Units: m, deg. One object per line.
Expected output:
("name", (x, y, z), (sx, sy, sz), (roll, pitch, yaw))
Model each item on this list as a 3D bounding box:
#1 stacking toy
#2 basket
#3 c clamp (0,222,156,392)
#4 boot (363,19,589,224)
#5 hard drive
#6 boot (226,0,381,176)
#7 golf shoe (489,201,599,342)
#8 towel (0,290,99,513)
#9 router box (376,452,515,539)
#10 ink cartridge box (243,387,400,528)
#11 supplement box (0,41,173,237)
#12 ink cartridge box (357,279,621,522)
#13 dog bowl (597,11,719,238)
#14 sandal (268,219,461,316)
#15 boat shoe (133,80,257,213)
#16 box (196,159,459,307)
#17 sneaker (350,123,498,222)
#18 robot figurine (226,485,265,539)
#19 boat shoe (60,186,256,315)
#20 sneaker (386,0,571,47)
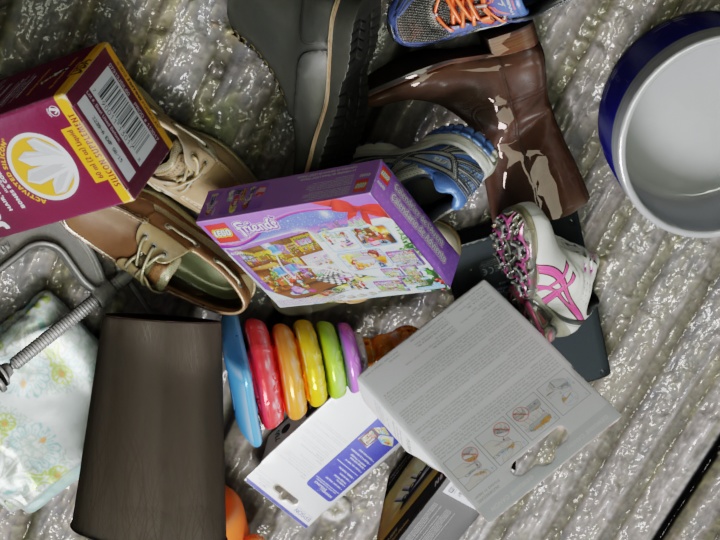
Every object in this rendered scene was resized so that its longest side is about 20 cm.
("stacking toy", (-0.033, 0.087, 1.344), (0.197, 0.117, 0.111), (-12, 129, -7))
("basket", (-0.192, 0.144, 1.284), (0.135, 0.179, 0.203), (4, 89, -38))
("c clamp", (-0.300, 0.040, 1.289), (0.199, 0.027, 0.172), (-34, 109, -20))
("boot", (0.105, -0.112, 1.275), (0.184, 0.064, 0.202), (-17, 114, 6))
("hard drive", (0.169, 0.039, 1.390), (0.138, 0.033, 0.202), (-17, 118, 1))
("boot", (-0.064, -0.172, 1.217), (0.137, 0.077, 0.202), (22, 114, 19))
("golf shoe", (0.177, -0.007, 1.291), (0.091, 0.073, 0.201), (-30, 145, -5))
("towel", (-0.325, 0.137, 1.364), (0.199, 0.048, 0.171), (-37, 117, 11))
("router box", (0.086, 0.203, 1.372), (0.052, 0.158, 0.201), (29, 120, -8))
("ink cartridge box", (-0.021, 0.172, 1.429), (0.200, 0.039, 0.099), (-42, 115, 12))
("supplement box", (-0.278, -0.105, 1.179), (0.198, 0.086, 0.111), (-13, 123, 31))
("ink cartridge box", (0.116, 0.124, 1.267), (0.162, 0.200, 0.057), (-36, 150, -13))
("dog bowl", (0.328, -0.137, 1.296), (0.197, 0.079, 0.202), (-3, 117, -6))
("sandal", (0.000, 0.000, 1.325), (0.198, 0.054, 0.081), (-13, 117, 13))
("boat shoe", (-0.173, -0.099, 1.254), (0.199, 0.065, 0.071), (35, 108, -22))
("box", (-0.030, -0.028, 1.218), (0.198, 0.039, 0.137), (-7, 141, 36))
("sneaker", (0.029, -0.070, 1.246), (0.199, 0.086, 0.077), (-19, 125, 45))
("robot figurine", (-0.167, 0.302, 1.433), (0.142, 0.117, 0.202), (-17, 118, -11))
("boat shoe", (-0.184, -0.018, 1.284), (0.198, 0.074, 0.076), (23, 120, -18))
("sneaker", (0.116, -0.248, 1.210), (0.198, 0.079, 0.076), (-22, 117, 3))
